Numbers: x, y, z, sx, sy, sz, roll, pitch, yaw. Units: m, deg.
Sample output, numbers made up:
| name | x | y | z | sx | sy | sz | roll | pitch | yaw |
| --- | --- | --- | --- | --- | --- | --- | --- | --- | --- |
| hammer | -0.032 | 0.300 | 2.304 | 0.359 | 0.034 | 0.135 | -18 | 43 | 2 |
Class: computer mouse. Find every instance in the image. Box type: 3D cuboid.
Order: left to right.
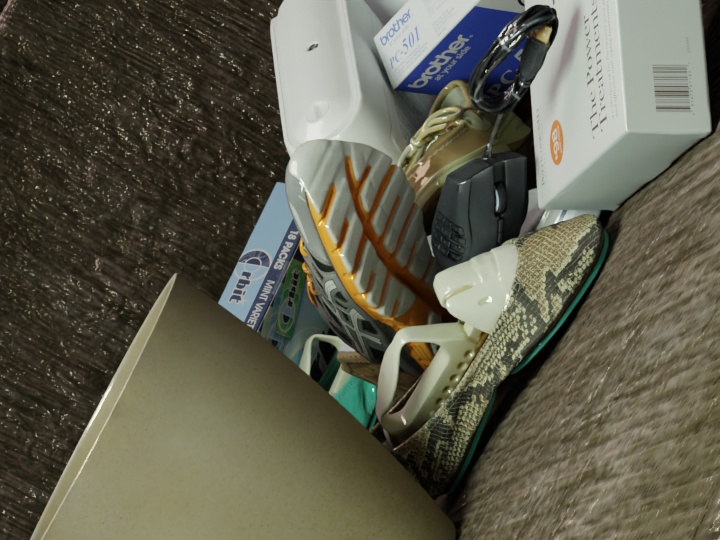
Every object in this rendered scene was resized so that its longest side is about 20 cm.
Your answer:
| name | x | y | z | sx | sy | sz | roll | pitch | yaw |
| --- | --- | --- | --- | --- | --- | --- | --- | --- | --- |
| computer mouse | 0.078 | -0.062 | 1.433 | 0.058 | 0.034 | 0.201 | -19 | -34 | -24 |

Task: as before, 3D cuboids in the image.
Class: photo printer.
| name | x | y | z | sx | sy | sz | roll | pitch | yaw |
| --- | --- | --- | --- | --- | --- | --- | --- | --- | --- |
| photo printer | 0.011 | -0.076 | 1.722 | 0.069 | 0.167 | 0.200 | -29 | 33 | 14 |

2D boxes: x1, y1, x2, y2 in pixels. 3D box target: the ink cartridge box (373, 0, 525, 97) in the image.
| name | x | y | z | sx | sy | sz | roll | pitch | yaw |
| --- | --- | --- | --- | --- | --- | --- | --- | --- | --- |
| ink cartridge box | 0.104 | -0.182 | 1.659 | 0.200 | 0.094 | 0.044 | -44 | 56 | 39 |

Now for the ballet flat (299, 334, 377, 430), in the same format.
| name | x | y | z | sx | sy | sz | roll | pitch | yaw |
| --- | --- | --- | --- | --- | --- | --- | --- | --- | --- |
| ballet flat | 0.000 | 0.052 | 1.944 | 0.067 | 0.070 | 0.201 | -16 | 43 | 59 |

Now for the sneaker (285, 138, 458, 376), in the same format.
| name | x | y | z | sx | sy | sz | roll | pitch | yaw |
| --- | --- | --- | --- | --- | --- | --- | --- | --- | --- |
| sneaker | 0.000 | 0.000 | 1.504 | 0.200 | 0.077 | 0.079 | 57 | -131 | -43 |

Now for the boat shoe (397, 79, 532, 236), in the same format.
| name | x | y | z | sx | sy | sz | roll | pitch | yaw |
| --- | --- | --- | --- | --- | --- | --- | --- | --- | --- |
| boat shoe | 0.053 | -0.074 | 1.606 | 0.073 | 0.063 | 0.201 | -45 | -1 | 21 |

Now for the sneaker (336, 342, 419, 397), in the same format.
| name | x | y | z | sx | sy | sz | roll | pitch | yaw |
| --- | --- | --- | --- | --- | --- | --- | --- | --- | --- |
| sneaker | 0.036 | 0.023 | 1.779 | 0.200 | 0.071 | 0.113 | 151 | 143 | -83 |

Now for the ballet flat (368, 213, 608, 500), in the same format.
| name | x | y | z | sx | sy | sz | roll | pitch | yaw |
| --- | --- | --- | --- | --- | --- | --- | --- | --- | --- |
| ballet flat | 0.058 | 0.042 | 1.466 | 0.200 | 0.075 | 0.068 | -58 | 19 | 28 |

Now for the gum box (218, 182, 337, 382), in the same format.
| name | x | y | z | sx | sy | sz | roll | pitch | yaw |
| --- | --- | --- | --- | --- | --- | --- | --- | --- | --- |
| gum box | -0.051 | 0.064 | 1.977 | 0.171 | 0.044 | 0.200 | -65 | -27 | -29 |

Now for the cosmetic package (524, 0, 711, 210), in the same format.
| name | x | y | z | sx | sy | sz | roll | pitch | yaw |
| --- | --- | --- | --- | --- | --- | --- | --- | --- | --- |
| cosmetic package | 0.131 | -0.147 | 1.419 | 0.151 | 0.051 | 0.201 | 129 | 140 | -72 |

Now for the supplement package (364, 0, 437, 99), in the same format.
| name | x | y | z | sx | sy | sz | roll | pitch | yaw |
| --- | --- | --- | --- | --- | --- | --- | --- | --- | --- |
| supplement package | 0.075 | -0.213 | 1.790 | 0.200 | 0.155 | 0.111 | -55 | 7 | 48 |

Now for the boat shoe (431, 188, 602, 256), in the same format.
| name | x | y | z | sx | sy | sz | roll | pitch | yaw |
| --- | --- | --- | --- | --- | --- | --- | --- | --- | --- |
| boat shoe | 0.080 | -0.010 | 1.562 | 0.074 | 0.067 | 0.200 | -65 | 6 | -25 |

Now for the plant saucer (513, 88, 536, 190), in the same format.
| name | x | y | z | sx | sy | sz | roll | pitch | yaw |
| --- | --- | --- | --- | --- | --- | --- | --- | --- | --- |
| plant saucer | 0.138 | -0.124 | 1.756 | 0.201 | 0.034 | 0.200 | -62 | 6 | 11 |

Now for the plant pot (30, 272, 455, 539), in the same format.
| name | x | y | z | sx | sy | sz | roll | pitch | yaw |
| --- | --- | --- | --- | --- | --- | --- | --- | --- | --- |
| plant pot | -0.057 | 0.132 | 1.438 | 0.188 | 0.199 | 0.187 | -60 | 7 | 12 |
